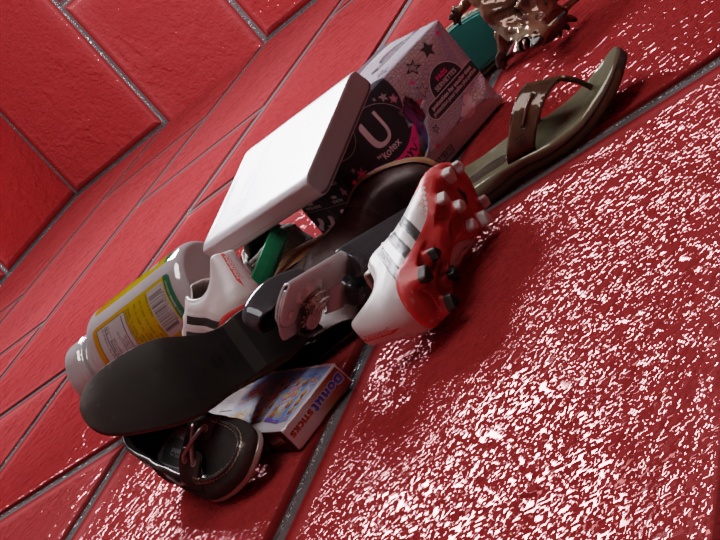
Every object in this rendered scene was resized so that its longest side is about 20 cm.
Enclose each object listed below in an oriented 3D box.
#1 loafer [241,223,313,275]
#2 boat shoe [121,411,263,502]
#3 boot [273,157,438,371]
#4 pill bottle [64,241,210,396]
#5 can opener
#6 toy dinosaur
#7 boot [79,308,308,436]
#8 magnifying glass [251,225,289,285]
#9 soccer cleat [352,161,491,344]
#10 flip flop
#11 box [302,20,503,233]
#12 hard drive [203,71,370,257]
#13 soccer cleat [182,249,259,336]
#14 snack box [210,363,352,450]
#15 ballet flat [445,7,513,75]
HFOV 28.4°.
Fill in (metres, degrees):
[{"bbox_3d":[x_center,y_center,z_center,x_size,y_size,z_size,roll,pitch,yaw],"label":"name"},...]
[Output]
[{"bbox_3d":[-0.092,-0.026,1.510,0.070,0.070,0.200,-46,15,-14],"label":"loafer"},{"bbox_3d":[-0.142,0.145,1.153,0.200,0.057,0.067,-8,61,63],"label":"boat shoe"},{"bbox_3d":[0.000,0.000,1.257,0.199,0.072,0.167,-36,28,20],"label":"boot"},{"bbox_3d":[-0.218,0.065,1.507,0.199,0.113,0.113,-36,16,26],"label":"pill bottle"},{"bbox_3d":[-0.011,-0.004,1.153,0.066,0.053,0.199,28,39,31],"label":"can opener"},{"bbox_3d":[0.164,-0.299,1.482,0.135,0.085,0.202,-23,66,45],"label":"toy dinosaur"},{"bbox_3d":[-0.131,0.088,1.146,0.199,0.074,0.076,-23,-18,-22],"label":"boot"},{"bbox_3d":[-0.093,0.011,1.381,0.200,0.022,0.080,120,171,-76],"label":"magnifying glass"},{"bbox_3d":[0.046,-0.017,1.113,0.085,0.069,0.201,-28,25,31],"label":"soccer cleat"},{"bbox_3d":[0.142,-0.123,1.201,0.199,0.058,0.081,-35,17,28],"label":"flip flop"},{"bbox_3d":[0.024,-0.139,1.440,0.200,0.115,0.132,-49,16,-21],"label":"box"},{"bbox_3d":[-0.072,-0.094,1.332,0.200,0.026,0.133,-27,35,52],"label":"hard drive"},{"bbox_3d":[-0.132,0.055,1.283,0.068,0.086,0.200,-17,-20,-28],"label":"soccer cleat"},{"bbox_3d":[-0.079,0.116,1.177,0.072,0.024,0.200,-50,16,-24],"label":"snack box"},{"bbox_3d":[0.097,-0.224,1.596,0.200,0.070,0.070,-42,15,5],"label":"ballet flat"}]
